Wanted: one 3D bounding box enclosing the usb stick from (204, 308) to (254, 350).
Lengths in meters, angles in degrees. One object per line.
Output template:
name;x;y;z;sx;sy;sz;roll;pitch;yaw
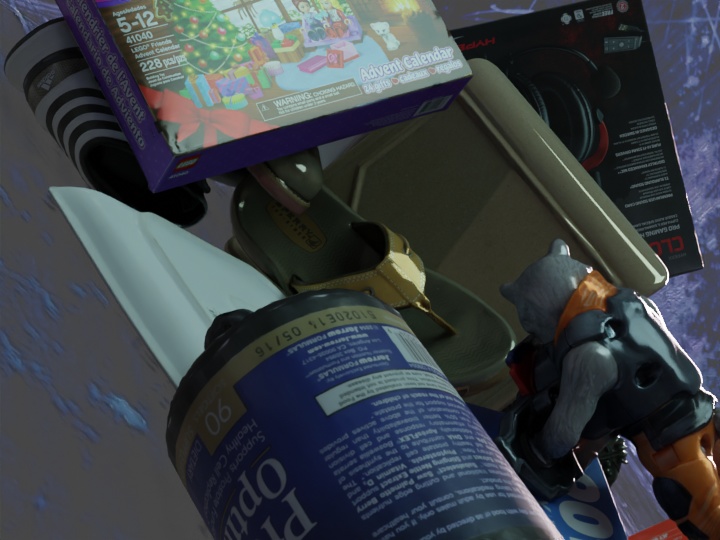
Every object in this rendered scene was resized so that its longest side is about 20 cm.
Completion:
usb stick;-0.015;0.052;0.835;0.056;0.033;0.200;49;9;20

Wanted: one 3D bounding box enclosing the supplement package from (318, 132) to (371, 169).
supplement package;0.033;-0.020;1.222;0.200;0.117;0.117;44;0;-22

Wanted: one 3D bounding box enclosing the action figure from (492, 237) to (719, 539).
action figure;0.155;0.056;0.879;0.193;0.105;0.200;41;34;1

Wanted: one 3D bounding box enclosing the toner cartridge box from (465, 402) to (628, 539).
toner cartridge box;0.083;0.148;0.823;0.094;0.043;0.201;14;34;-22

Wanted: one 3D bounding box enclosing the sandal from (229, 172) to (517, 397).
sandal;0.000;0.000;0.980;0.200;0.080;0.054;41;-23;25

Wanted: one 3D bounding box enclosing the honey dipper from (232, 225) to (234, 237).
honey dipper;-0.015;0.038;1.066;0.200;0.038;0.038;55;12;30

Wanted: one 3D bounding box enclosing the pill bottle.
pill bottle;0.015;0.110;0.664;0.112;0.112;0.200;35;15;-51

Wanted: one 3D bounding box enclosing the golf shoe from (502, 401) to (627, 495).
golf shoe;0.080;0.076;1.134;0.199;0.077;0.088;33;-2;-10

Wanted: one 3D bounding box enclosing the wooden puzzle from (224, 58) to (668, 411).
wooden puzzle;0.047;-0.003;1.029;0.185;0.199;0.037;53;-5;24

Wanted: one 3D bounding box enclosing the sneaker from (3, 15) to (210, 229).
sneaker;-0.108;-0.061;0.995;0.200;0.076;0.116;15;41;-58

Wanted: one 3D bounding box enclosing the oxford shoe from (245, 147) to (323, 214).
oxford shoe;-0.048;-0.122;1.009;0.070;0.075;0.201;36;29;-51

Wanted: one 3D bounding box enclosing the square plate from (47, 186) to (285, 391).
square plate;-0.050;0.047;0.893;0.200;0.028;0.198;52;10;29

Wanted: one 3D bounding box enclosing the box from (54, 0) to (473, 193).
box;-0.052;-0.130;0.955;0.199;0.039;0.137;-19;72;-34

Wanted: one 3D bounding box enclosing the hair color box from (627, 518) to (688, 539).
hair color box;0.216;0.243;1.076;0.200;0.061;0.102;-112;179;-67

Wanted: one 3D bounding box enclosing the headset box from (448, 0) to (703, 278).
headset box;0.120;-0.059;1.120;0.075;0.148;0.202;171;-94;-79

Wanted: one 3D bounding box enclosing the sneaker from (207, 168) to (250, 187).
sneaker;-0.049;-0.106;1.158;0.075;0.199;0.116;102;-35;-56
